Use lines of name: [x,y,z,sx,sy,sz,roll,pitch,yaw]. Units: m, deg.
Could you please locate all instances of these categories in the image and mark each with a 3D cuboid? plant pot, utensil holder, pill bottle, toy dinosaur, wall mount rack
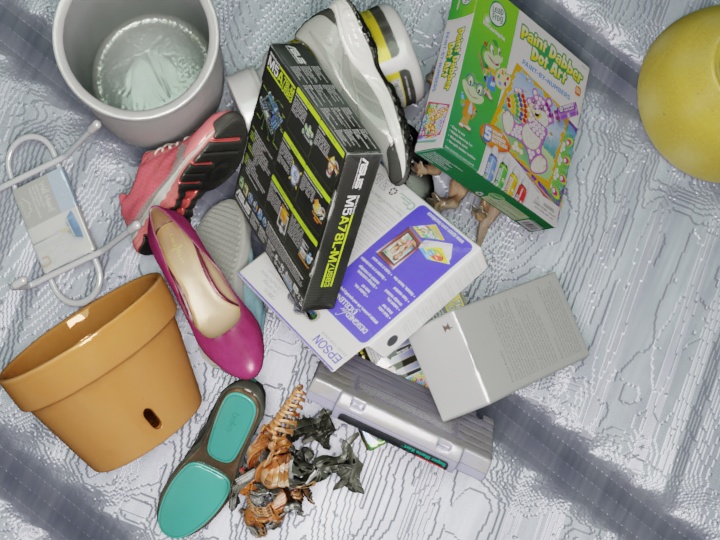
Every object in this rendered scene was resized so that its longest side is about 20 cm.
plant pot: [0.413,-0.206,1.661,0.197,0.142,0.203,0,84,-1]
utensil holder: [-0.228,-0.223,1.615,0.167,0.200,0.172,0,83,-2]
pill bottle: [-0.039,-0.204,1.662,0.198,0.114,0.116,-22,85,-4]
toy dinosaur: [0.129,-0.129,1.681,0.135,0.085,0.202,-37,107,-43]
plant pot: [-0.257,0.114,1.595,0.199,0.200,0.141,-33,102,-5]
wall mount rack: [-0.320,-0.067,1.646,0.172,0.075,0.202,-24,85,13]
toy dinosaur: [-0.072,0.204,1.596,0.134,0.200,0.103,-13,66,-27]

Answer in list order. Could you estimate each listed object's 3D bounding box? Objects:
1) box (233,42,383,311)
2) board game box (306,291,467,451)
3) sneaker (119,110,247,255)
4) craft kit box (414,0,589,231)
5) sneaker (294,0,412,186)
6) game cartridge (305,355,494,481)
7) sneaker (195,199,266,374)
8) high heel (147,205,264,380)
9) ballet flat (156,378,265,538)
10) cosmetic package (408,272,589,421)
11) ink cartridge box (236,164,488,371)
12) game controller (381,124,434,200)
box: [-0.059,-0.095,1.535,0.047,0.195,0.201,-2,39,-30]
board game box: [0.041,0.071,1.665,0.164,0.057,0.202,-23,86,-6]
sneaker: [-0.201,-0.110,1.636,0.200,0.073,0.087,-49,64,27]
craft kit box: [0.155,-0.173,1.624,0.199,0.048,0.200,29,64,-39]
sneaker: [-0.002,-0.179,1.583,0.079,0.074,0.202,-25,95,7]
game cartridge: [0.043,0.145,1.566,0.198,0.130,0.039,25,109,0]
sneaker: [-0.140,0.024,1.666,0.073,0.082,0.202,-10,63,21]
high heel: [-0.165,0.023,1.568,0.067,0.096,0.201,-36,59,-3]
ballet flat: [-0.152,0.199,1.632,0.068,0.068,0.201,32,109,-1]
cosmetic package: [0.148,0.078,1.601,0.071,0.199,0.102,-27,83,40]
ink cartridge box: [0.000,0.000,1.582,0.199,0.044,0.198,-38,47,-10]
game controller: [-0.019,-0.091,1.687,0.198,0.042,0.106,-17,85,-3]
